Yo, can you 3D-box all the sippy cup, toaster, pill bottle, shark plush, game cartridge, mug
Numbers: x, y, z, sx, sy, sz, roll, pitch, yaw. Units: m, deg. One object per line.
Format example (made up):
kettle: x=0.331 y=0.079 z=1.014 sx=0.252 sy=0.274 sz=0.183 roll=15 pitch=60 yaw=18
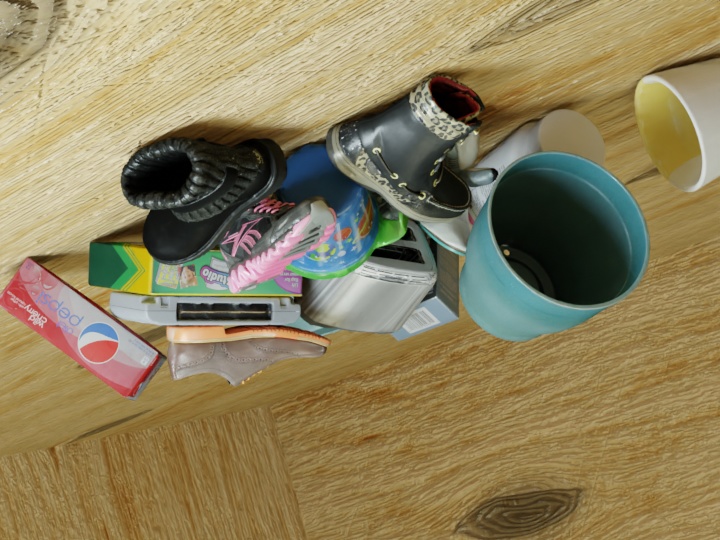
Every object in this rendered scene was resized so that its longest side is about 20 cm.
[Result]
sippy cup: x=-0.044 y=-0.074 z=1.584 sx=0.178 sy=0.140 sz=0.130 roll=-25 pitch=160 yaw=-8
toaster: x=0.000 y=0.000 z=1.768 sx=0.200 sy=0.114 sz=0.129 roll=9 pitch=137 yaw=-35
pill bottle: x=0.216 y=-0.119 z=1.780 sx=0.113 sy=0.113 sz=0.200 roll=-12 pitch=166 yaw=-28
shark plush: x=0.068 y=-0.118 z=1.645 sx=0.083 sy=0.091 sz=0.200 roll=15 pitch=146 yaw=-42
game cartridge: x=-0.189 y=0.044 z=1.681 sx=0.200 sy=0.042 sz=0.133 roll=1 pitch=178 yaw=-31
mug: x=0.428 y=-0.204 z=1.716 sx=0.153 sy=0.187 sz=0.149 roll=-24 pitch=140 yaw=-12

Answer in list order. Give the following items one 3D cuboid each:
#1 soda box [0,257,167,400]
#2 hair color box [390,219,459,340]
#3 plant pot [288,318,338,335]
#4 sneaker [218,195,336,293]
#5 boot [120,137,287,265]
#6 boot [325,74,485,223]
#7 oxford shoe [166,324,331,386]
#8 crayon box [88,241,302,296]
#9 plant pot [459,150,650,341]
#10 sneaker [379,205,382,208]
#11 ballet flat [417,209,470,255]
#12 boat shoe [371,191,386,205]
soda box: x=-0.333 y=0.071 z=1.685 sx=0.070 sy=0.200 sz=0.063 roll=-55 pitch=173 yaw=-6
hair color box: x=0.079 y=-0.012 z=1.923 sx=0.099 sy=0.200 sz=0.061 roll=-22 pitch=135 yaw=28
plant pot: x=-0.067 y=0.025 z=2.074 sx=0.200 sy=0.135 sz=0.200 roll=-16 pitch=170 yaw=-3
sneaker: x=-0.100 y=-0.047 z=1.505 sx=0.079 sy=0.095 sz=0.200 roll=-17 pitch=170 yaw=-37
boot: x=-0.190 y=-0.071 z=1.438 sx=0.211 sy=0.079 sz=0.158 roll=-39 pitch=166 yaw=31
boot: x=0.084 y=-0.126 z=1.506 sx=0.204 sy=0.074 sz=0.154 roll=25 pitch=142 yaw=-37
oxford shoe: x=-0.134 y=0.100 z=1.686 sx=0.200 sy=0.073 sz=0.071 roll=2 pitch=-178 yaw=-15
crayon box: x=-0.197 y=-0.002 z=1.674 sx=0.200 sy=0.058 sz=0.173 roll=1 pitch=-178 yaw=-35
plant pot: x=0.211 y=-0.009 z=1.670 sx=0.200 sy=0.200 sz=0.188 roll=-13 pitch=159 yaw=-23
sneaker: x=-0.005 y=-0.057 z=1.879 sx=0.200 sy=0.081 sz=0.075 roll=-25 pitch=166 yaw=33
ballet flat: x=0.103 y=-0.077 z=1.823 sx=0.069 sy=0.069 sz=0.200 roll=-15 pitch=-160 yaw=-11
boat shoe: x=0.053 y=-0.103 z=1.757 sx=0.073 sy=0.062 sz=0.200 roll=-29 pitch=166 yaw=39
